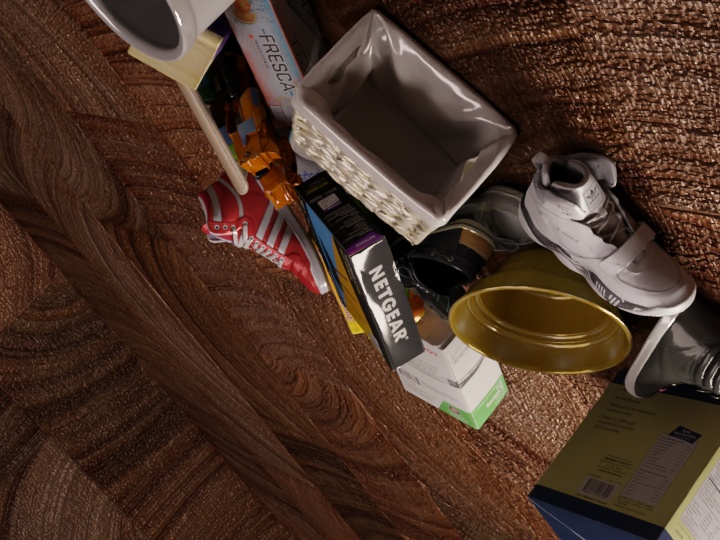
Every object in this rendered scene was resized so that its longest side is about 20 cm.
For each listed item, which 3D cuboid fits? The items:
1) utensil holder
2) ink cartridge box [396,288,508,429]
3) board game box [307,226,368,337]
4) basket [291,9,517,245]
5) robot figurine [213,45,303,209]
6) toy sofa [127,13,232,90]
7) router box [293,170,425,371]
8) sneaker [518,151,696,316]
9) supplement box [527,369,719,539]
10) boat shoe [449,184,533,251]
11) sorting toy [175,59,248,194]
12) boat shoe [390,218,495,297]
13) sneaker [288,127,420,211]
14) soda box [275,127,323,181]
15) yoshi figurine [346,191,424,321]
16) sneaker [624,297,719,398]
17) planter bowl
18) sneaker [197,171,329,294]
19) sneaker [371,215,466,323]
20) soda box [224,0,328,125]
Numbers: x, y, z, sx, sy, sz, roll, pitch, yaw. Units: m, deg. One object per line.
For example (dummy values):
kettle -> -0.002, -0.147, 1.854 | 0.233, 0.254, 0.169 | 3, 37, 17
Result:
utensil holder -> -0.162, -0.325, 1.098 | 0.170, 0.200, 0.170 | 35, 158, 16
ink cartridge box -> 0.111, 0.112, 1.642 | 0.146, 0.084, 0.200 | 27, 155, 37
board game box -> -0.022, -0.006, 1.582 | 0.030, 0.096, 0.201 | -13, 127, 17
basket -> 0.037, -0.141, 1.208 | 0.200, 0.136, 0.123 | 41, 164, 2
robot figurine -> -0.120, -0.179, 1.395 | 0.145, 0.058, 0.201 | 52, -160, -53
toy sofa -> -0.177, -0.278, 1.274 | 0.083, 0.098, 0.200 | 29, -159, -10
router box -> 0.000, 0.000, 1.366 | 0.149, 0.051, 0.201 | 51, 167, 46
sneaker -> 0.236, -0.038, 1.126 | 0.200, 0.075, 0.115 | 37, 162, 22
supplement box -> 0.339, 0.242, 1.322 | 0.200, 0.200, 0.134 | 9, 142, 56
boat shoe -> 0.133, -0.048, 1.310 | 0.075, 0.065, 0.202 | 51, 157, -24
sorting toy -> -0.172, -0.212, 1.435 | 0.200, 0.036, 0.186 | -95, -19, -59
boat shoe -> 0.079, -0.006, 1.312 | 0.074, 0.063, 0.200 | 32, 158, -18
sneaker -> 0.011, -0.115, 1.298 | 0.199, 0.081, 0.077 | 18, 157, 7
soda box -> -0.070, -0.141, 1.495 | 0.068, 0.063, 0.200 | 52, 158, -22
yoshi figurine -> 0.030, -0.025, 1.504 | 0.200, 0.112, 0.112 | 48, 144, -10
sneaker -> 0.343, 0.107, 1.228 | 0.099, 0.071, 0.200 | 40, 156, 20
planter bowl -> 0.200, 0.033, 1.282 | 0.199, 0.084, 0.201 | 11, 153, 6
sneaker -> -0.129, -0.036, 1.494 | 0.201, 0.112, 0.071 | 57, 168, 4
sneaker -> 0.090, -0.006, 1.442 | 0.200, 0.079, 0.075 | 43, -169, -26
soda box -> -0.085, -0.250, 1.280 | 0.063, 0.069, 0.200 | 5, 144, 24
